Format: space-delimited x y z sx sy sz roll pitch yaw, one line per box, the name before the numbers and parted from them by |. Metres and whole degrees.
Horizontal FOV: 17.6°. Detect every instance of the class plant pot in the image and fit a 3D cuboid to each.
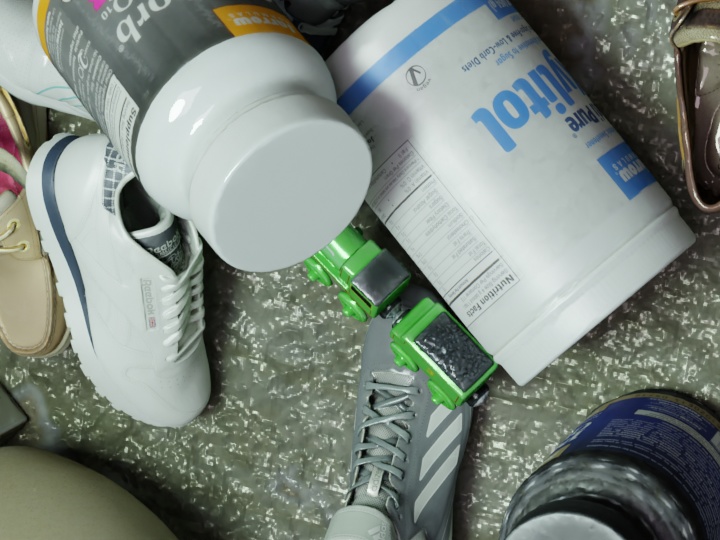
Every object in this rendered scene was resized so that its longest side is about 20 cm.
plant pot | -0.204 0.186 1.402 0.200 0.200 0.135 -44 60 23

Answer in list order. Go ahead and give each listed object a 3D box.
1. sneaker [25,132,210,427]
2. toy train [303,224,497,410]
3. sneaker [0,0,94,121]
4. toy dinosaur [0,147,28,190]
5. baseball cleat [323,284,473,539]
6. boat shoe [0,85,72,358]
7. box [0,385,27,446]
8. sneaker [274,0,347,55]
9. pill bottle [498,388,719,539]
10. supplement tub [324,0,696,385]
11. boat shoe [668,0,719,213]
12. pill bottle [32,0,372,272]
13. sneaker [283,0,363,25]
sneaker | -0.124 0.011 1.352 0.080 0.077 0.201 0 128 31
toy train | 0.000 0.000 1.301 0.042 0.056 0.200 -43 83 -12
sneaker | -0.145 -0.119 1.358 0.200 0.071 0.080 35 138 5
toy dinosaur | -0.276 -0.078 1.369 0.199 0.048 0.089 -1 126 29
baseball cleat | 0.020 0.112 1.331 0.069 0.106 0.202 2 100 26
boat shoe | -0.221 -0.040 1.412 0.073 0.069 0.202 -7 98 22
box | -0.314 0.137 1.472 0.078 0.095 0.200 48 114 5
sneaker | -0.014 -0.171 1.306 0.108 0.070 0.202 7 100 21
pill bottle | 0.138 0.140 1.240 0.111 0.200 0.113 4 103 20
supplement tub | 0.072 -0.054 1.264 0.132 0.132 0.200 -42 85 23
boat shoe | 0.198 -0.128 1.232 0.072 0.072 0.202 12 105 18
pill bottle | -0.082 -0.097 1.214 0.117 0.116 0.200 -57 49 21
sneaker | -0.031 -0.236 1.241 0.081 0.073 0.201 -22 91 19
